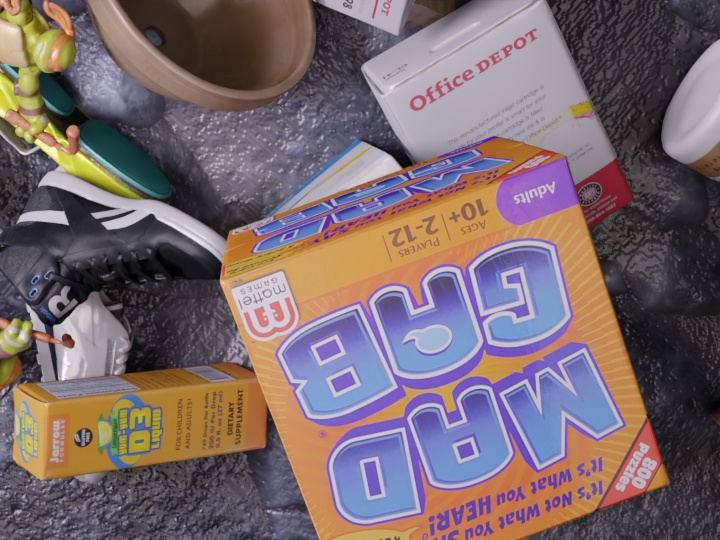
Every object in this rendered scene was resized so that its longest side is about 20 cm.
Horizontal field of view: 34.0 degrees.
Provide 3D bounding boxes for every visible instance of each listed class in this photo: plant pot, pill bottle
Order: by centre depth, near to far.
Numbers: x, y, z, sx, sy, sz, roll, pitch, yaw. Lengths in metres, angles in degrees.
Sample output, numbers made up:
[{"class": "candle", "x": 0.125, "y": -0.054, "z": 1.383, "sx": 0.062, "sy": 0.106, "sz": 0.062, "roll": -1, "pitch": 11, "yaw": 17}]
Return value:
[{"class": "plant pot", "x": -0.140, "y": -0.202, "z": 0.918, "sx": 0.201, "sy": 0.201, "sz": 0.093, "roll": 48, "pitch": 134, "yaw": -10}, {"class": "pill bottle", "x": 0.367, "y": -0.104, "z": 0.995, "sx": 0.200, "sy": 0.114, "sz": 0.115, "roll": 27, "pitch": 95, "yaw": -9}]

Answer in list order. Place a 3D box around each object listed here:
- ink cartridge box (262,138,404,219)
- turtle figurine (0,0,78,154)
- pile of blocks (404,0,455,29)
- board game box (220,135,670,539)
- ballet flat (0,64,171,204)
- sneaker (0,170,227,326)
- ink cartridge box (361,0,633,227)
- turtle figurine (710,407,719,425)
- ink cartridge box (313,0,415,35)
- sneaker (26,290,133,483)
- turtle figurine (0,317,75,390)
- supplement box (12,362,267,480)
[{"class": "ink cartridge box", "x": 0.000, "y": 0.000, "z": 0.929, "sx": 0.145, "sy": 0.200, "sz": 0.147, "roll": -39, "pitch": 100, "yaw": 1}, {"class": "turtle figurine", "x": -0.266, "y": -0.182, "z": 0.850, "sx": 0.161, "sy": 0.200, "sz": 0.064, "roll": 21, "pitch": 54, "yaw": 16}, {"class": "pile of blocks", "x": 0.012, "y": -0.284, "z": 0.968, "sx": 0.062, "sy": 0.082, "sz": 0.200, "roll": -21, "pitch": 92, "yaw": 41}, {"class": "board game box", "x": 0.042, "y": 0.047, "z": 0.738, "sx": 0.199, "sy": 0.200, "sz": 0.200, "roll": -20, "pitch": 100, "yaw": -2}, {"class": "ballet flat", "x": -0.245, "y": -0.107, "z": 0.965, "sx": 0.200, "sy": 0.067, "sz": 0.067, "roll": 42, "pitch": 114, "yaw": -7}, {"class": "sneaker", "x": -0.191, "y": 0.002, "z": 0.893, "sx": 0.200, "sy": 0.073, "sz": 0.112, "roll": 18, "pitch": 68, "yaw": 32}, {"class": "ink cartridge box", "x": 0.113, "y": -0.110, "z": 0.958, "sx": 0.147, "sy": 0.086, "sz": 0.200, "roll": -30, "pitch": 117, "yaw": 0}, {"class": "turtle figurine", "x": 0.402, "y": 0.099, "z": 1.048, "sx": 0.200, "sy": 0.064, "sz": 0.161, "roll": 37, "pitch": 95, "yaw": -8}, {"class": "ink cartridge box", "x": -0.005, "y": -0.250, "z": 0.854, "sx": 0.200, "sy": 0.116, "sz": 0.067, "roll": 23, "pitch": 61, "yaw": 2}, {"class": "sneaker", "x": -0.227, "y": 0.080, "z": 0.987, "sx": 0.080, "sy": 0.076, "sz": 0.200, "roll": -11, "pitch": 101, "yaw": -14}, {"class": "turtle figurine", "x": -0.325, "y": 0.063, "z": 0.897, "sx": 0.161, "sy": 0.200, "sz": 0.065, "roll": 22, "pitch": 69, "yaw": -41}, {"class": "supplement box", "x": -0.175, "y": 0.120, "z": 0.955, "sx": 0.200, "sy": 0.069, "sz": 0.067, "roll": -3, "pitch": 101, "yaw": -34}]
